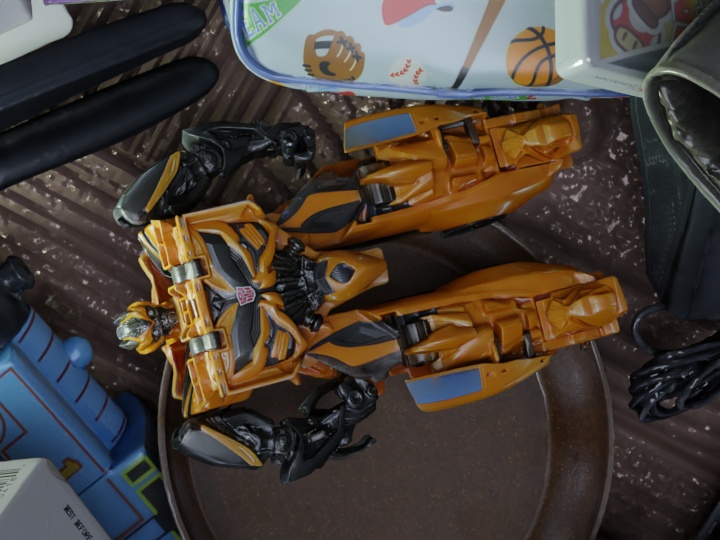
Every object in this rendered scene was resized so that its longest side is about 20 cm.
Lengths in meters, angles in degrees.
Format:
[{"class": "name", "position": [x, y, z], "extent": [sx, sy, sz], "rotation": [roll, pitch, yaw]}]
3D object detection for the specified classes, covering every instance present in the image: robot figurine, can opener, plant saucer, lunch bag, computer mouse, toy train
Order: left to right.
[{"class": "can opener", "position": [-0.148, -0.055, 1.009], "extent": [0.199, 0.079, 0.064], "rotation": [-27, 140, -10]}, {"class": "toy train", "position": [-0.145, 0.076, 1.049], "extent": [0.114, 0.087, 0.200], "rotation": [-38, 110, 1]}, {"class": "robot figurine", "position": [0.000, 0.000, 1.011], "extent": [0.199, 0.058, 0.146], "rotation": [-14, 85, -22]}, {"class": "plant saucer", "position": [0.008, 0.067, 1.054], "extent": [0.199, 0.034, 0.202], "rotation": [3, 83, -20]}, {"class": "lunch bag", "position": [0.043, -0.149, 1.007], "extent": [0.198, 0.076, 0.162], "rotation": [1, 104, -6]}, {"class": "computer mouse", "position": [0.160, -0.037, 1.017], "extent": [0.138, 0.053, 0.201], "rotation": [-30, 127, -25]}]

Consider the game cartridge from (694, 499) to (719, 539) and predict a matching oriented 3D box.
[{"class": "game cartridge", "position": [0.223, 0.114, 1.105], "extent": [0.133, 0.041, 0.201], "rotation": [23, 118, -9]}]

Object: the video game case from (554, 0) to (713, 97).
[{"class": "video game case", "position": [0.149, -0.153, 0.960], "extent": [0.181, 0.023, 0.202], "rotation": [10, 73, -32]}]

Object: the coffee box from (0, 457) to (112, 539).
[{"class": "coffee box", "position": [-0.175, 0.142, 0.972], "extent": [0.199, 0.080, 0.115], "rotation": [-9, 125, 40]}]

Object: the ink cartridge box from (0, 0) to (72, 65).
[{"class": "ink cartridge box", "position": [-0.198, -0.129, 0.949], "extent": [0.115, 0.068, 0.201], "rotation": [-24, 124, 8]}]

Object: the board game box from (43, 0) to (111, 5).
[{"class": "board game box", "position": [-0.065, -0.202, 0.943], "extent": [0.119, 0.032, 0.202], "rotation": [-3, 99, 1]}]

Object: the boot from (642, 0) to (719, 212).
[{"class": "boot", "position": [0.211, -0.069, 0.923], "extent": [0.182, 0.200, 0.073], "rotation": [39, 141, -4]}]
